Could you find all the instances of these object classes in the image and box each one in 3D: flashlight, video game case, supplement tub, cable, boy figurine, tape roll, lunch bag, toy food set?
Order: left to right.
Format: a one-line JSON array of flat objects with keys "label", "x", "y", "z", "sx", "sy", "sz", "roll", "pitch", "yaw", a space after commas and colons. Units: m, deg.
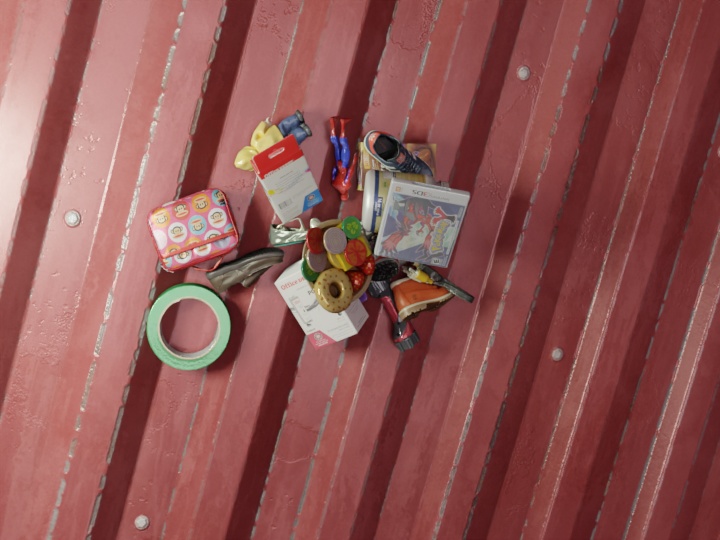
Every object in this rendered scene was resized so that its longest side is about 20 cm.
[{"label": "tape roll", "x": -0.411, "y": 0.134, "z": 1.672, "sx": 0.195, "sy": 0.048, "sz": 0.206, "roll": -2, "pitch": 98, "yaw": -13}, {"label": "lunch bag", "x": -0.383, "y": -0.083, "z": 1.625, "sx": 0.196, "sy": 0.082, "sz": 0.180, "roll": -20, "pitch": 94, "yaw": -6}, {"label": "boy figurine", "x": -0.208, "y": -0.294, "z": 1.657, "sx": 0.198, "sy": 0.064, "sz": 0.126, "roll": -36, "pitch": 104, "yaw": -6}, {"label": "toy food set", "x": -0.050, "y": -0.021, "z": 1.598, "sx": 0.198, "sy": 0.048, "sz": 0.201, "roll": -35, "pitch": 103, "yaw": -29}, {"label": "flashlight", "x": 0.078, "y": 0.108, "z": 1.775, "sx": 0.067, "sy": 0.068, "sz": 0.202, "roll": -26, "pitch": 102, "yaw": 29}, {"label": "supplement tub", "x": 0.104, "y": -0.156, "z": 1.641, "sx": 0.194, "sy": 0.144, "sz": 0.149, "roll": 5, "pitch": 96, "yaw": -2}, {"label": "video game case", "x": 0.136, "y": -0.104, "z": 1.574, "sx": 0.177, "sy": 0.023, "sz": 0.203, "roll": 10, "pitch": 128, "yaw": -5}, {"label": "cable", "x": 0.190, "y": 0.033, "z": 1.749, "sx": 0.198, "sy": 0.097, "sz": 0.051, "roll": 33, "pitch": 92, "yaw": -14}]

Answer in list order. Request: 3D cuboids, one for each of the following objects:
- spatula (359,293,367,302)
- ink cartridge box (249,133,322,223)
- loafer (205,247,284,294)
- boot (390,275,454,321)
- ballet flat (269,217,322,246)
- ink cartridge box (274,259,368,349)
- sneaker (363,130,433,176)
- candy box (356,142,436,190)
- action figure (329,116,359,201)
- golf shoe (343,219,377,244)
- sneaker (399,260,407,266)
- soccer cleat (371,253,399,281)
[{"label": "spatula", "x": -0.047, "y": -0.001, "z": 1.751, "sx": 0.056, "sy": 0.021, "sz": 0.203, "roll": -31, "pitch": 99, "yaw": -13}, {"label": "ink cartridge box", "x": -0.178, "y": -0.224, "z": 1.623, "sx": 0.115, "sy": 0.067, "sz": 0.202, "roll": -30, "pitch": 134, "yaw": -8}, {"label": "loafer", "x": -0.271, "y": 0.001, "z": 1.681, "sx": 0.195, "sy": 0.073, "sz": 0.073, "roll": -19, "pitch": 105, "yaw": 0}, {"label": "boot", "x": 0.163, "y": 0.051, "z": 1.773, "sx": 0.197, "sy": 0.075, "sz": 0.109, "roll": -12, "pitch": 67, "yaw": -37}, {"label": "ballet flat", "x": -0.128, "y": -0.095, "z": 1.669, "sx": 0.195, "sy": 0.067, "sz": 0.066, "roll": -3, "pitch": 99, "yaw": 14}, {"label": "ink cartridge box", "x": -0.095, "y": 0.071, "z": 1.685, "sx": 0.145, "sy": 0.083, "sz": 0.202, "roll": -23, "pitch": 106, "yaw": 33}, {"label": "sneaker", "x": 0.097, "y": -0.262, "z": 1.663, "sx": 0.197, "sy": 0.084, "sz": 0.076, "roll": 30, "pitch": 90, "yaw": -14}, {"label": "candy box", "x": 0.089, "y": -0.257, "z": 1.735, "sx": 0.194, "sy": 0.056, "sz": 0.120, "roll": -1, "pitch": 98, "yaw": -11}, {"label": "action figure", "x": -0.042, "y": -0.269, "z": 1.696, "sx": 0.051, "sy": 0.064, "sz": 0.205, "roll": -25, "pitch": 122, "yaw": -49}, {"label": "golf shoe", "x": -0.003, "y": -0.101, "z": 1.723, "sx": 0.198, "sy": 0.077, "sz": 0.089, "roll": -34, "pitch": 82, "yaw": -18}, {"label": "sneaker", "x": 0.144, "y": -0.073, "z": 1.740, "sx": 0.199, "sy": 0.116, "sz": 0.074, "roll": -40, "pitch": 105, "yaw": -4}, {"label": "soccer cleat", "x": 0.000, "y": 0.000, "z": 1.722, "sx": 0.195, "sy": 0.074, "sz": 0.069, "roll": -14, "pitch": 118, "yaw": 9}]
